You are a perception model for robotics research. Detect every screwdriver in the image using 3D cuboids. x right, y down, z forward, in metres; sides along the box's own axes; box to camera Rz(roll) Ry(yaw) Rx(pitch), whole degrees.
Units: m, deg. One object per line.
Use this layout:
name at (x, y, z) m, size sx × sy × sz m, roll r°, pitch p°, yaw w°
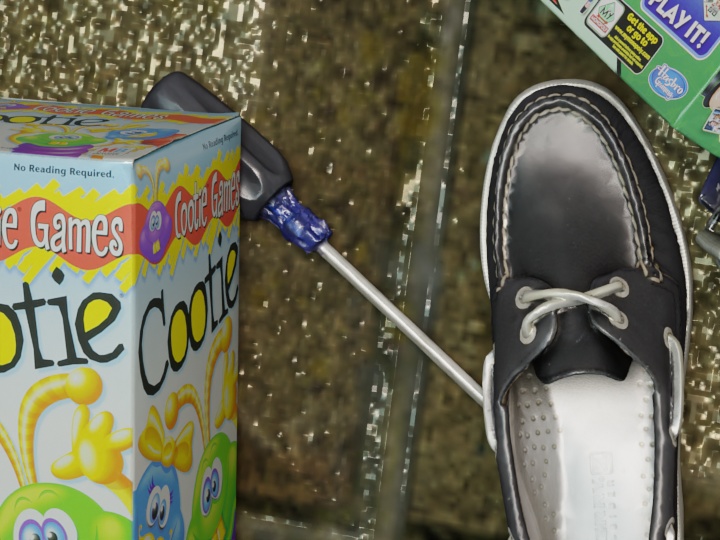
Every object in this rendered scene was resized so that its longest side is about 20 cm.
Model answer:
screwdriver at (0.000, 0.000, 0.957) m, size 0.200 × 0.028 × 0.029 m, roll 40°, pitch 131°, yaw 10°

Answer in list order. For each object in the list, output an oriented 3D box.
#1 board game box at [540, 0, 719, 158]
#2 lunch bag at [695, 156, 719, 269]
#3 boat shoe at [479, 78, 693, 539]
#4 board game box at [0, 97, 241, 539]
board game box at (0.096, -0.143, 0.862) m, size 0.135 × 0.029 × 0.200 m, roll -53°, pitch 42°, yaw 13°
lunch bag at (0.221, -0.022, 0.808) m, size 0.199 × 0.139 × 0.168 m, roll 30°, pitch 96°, yaw -10°
boat shoe at (0.074, 0.035, 0.914) m, size 0.073 × 0.060 × 0.202 m, roll -1°, pitch 91°, yaw 11°
board game box at (-0.106, 0.049, 0.935) m, size 0.104 × 0.103 × 0.202 m, roll 5°, pitch 102°, yaw 17°
